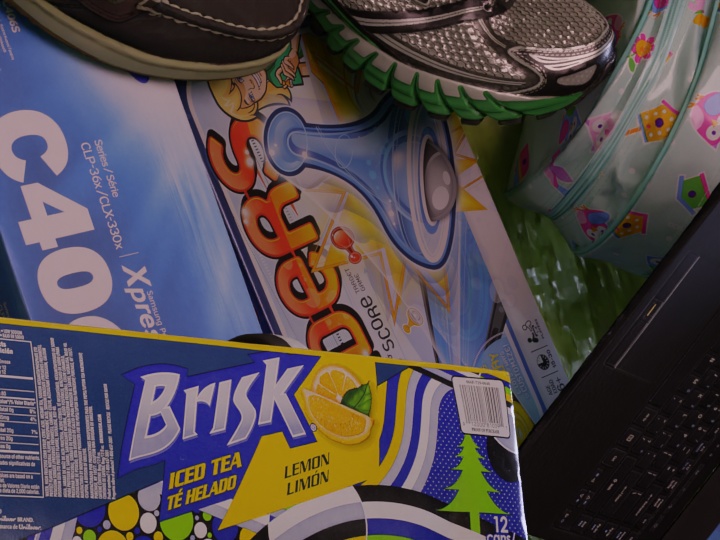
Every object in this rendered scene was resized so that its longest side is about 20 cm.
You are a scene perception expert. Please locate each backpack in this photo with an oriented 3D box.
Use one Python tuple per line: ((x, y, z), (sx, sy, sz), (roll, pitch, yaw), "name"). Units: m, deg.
((0.143, -0.083, 0.981), (0.126, 0.167, 0.200), (22, 59, -4), "backpack")

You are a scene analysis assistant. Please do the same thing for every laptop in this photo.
((0.175, 0.072, 0.902), (0.103, 0.177, 0.200), (44, 13, 37), "laptop")

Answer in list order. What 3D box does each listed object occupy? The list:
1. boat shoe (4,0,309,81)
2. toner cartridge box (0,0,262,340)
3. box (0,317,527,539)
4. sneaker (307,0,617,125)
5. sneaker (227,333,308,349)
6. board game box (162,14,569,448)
((-0.093, -0.123, 0.790), (0.201, 0.066, 0.072), (22, 60, -32), "boat shoe")
((-0.103, -0.026, 0.819), (0.095, 0.043, 0.200), (-15, 83, -43), "toner cartridge box")
((-0.047, 0.058, 0.664), (0.200, 0.070, 0.064), (9, 69, -39), "box")
((0.009, -0.125, 0.876), (0.200, 0.085, 0.078), (29, 41, -3), "sneaker")
((-0.004, 0.122, 0.796), (0.121, 0.084, 0.200), (2, 96, -40), "sneaker")
((0.000, 0.000, 0.898), (0.135, 0.034, 0.200), (-21, 86, -42), "board game box")
